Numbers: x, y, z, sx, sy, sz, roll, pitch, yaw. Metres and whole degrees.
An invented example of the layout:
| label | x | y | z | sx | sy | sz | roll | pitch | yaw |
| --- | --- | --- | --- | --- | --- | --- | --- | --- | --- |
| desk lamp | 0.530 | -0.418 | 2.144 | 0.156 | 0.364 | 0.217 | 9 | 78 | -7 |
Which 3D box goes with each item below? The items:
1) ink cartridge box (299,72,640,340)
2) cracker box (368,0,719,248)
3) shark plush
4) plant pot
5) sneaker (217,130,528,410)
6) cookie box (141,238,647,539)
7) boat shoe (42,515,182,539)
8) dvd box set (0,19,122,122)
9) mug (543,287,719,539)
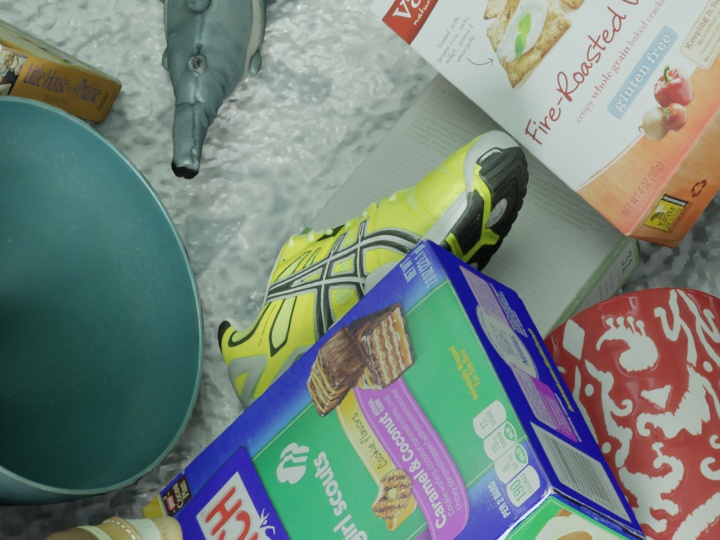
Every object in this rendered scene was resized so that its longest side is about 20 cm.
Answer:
| label | x | y | z | sx | sy | sz | roll | pitch | yaw |
| --- | --- | --- | --- | --- | --- | --- | --- | --- | --- |
| ink cartridge box | 0.084 | -0.047 | 1.397 | 0.145 | 0.048 | 0.200 | 29 | 67 | 26 |
| cracker box | 0.115 | -0.124 | 1.344 | 0.200 | 0.058 | 0.134 | 43 | 107 | 30 |
| shark plush | -0.095 | -0.139 | 1.470 | 0.091 | 0.083 | 0.200 | 9 | 61 | 17 |
| plant pot | -0.196 | 0.031 | 1.344 | 0.135 | 0.200 | 0.201 | -24 | 49 | 40 |
| sneaker | 0.000 | 0.000 | 1.319 | 0.200 | 0.075 | 0.076 | -47 | 71 | 21 |
| cookie box | 0.008 | 0.115 | 1.231 | 0.200 | 0.075 | 0.171 | -44 | 42 | 17 |
| boat shoe | -0.111 | 0.200 | 1.226 | 0.076 | 0.200 | 0.072 | -15 | 40 | -41 |
| dvd box set | -0.218 | -0.126 | 1.410 | 0.146 | 0.200 | 0.029 | 27 | 94 | 10 |
| mug | 0.130 | 0.117 | 1.231 | 0.177 | 0.134 | 0.200 | -1 | 51 | -17 |
